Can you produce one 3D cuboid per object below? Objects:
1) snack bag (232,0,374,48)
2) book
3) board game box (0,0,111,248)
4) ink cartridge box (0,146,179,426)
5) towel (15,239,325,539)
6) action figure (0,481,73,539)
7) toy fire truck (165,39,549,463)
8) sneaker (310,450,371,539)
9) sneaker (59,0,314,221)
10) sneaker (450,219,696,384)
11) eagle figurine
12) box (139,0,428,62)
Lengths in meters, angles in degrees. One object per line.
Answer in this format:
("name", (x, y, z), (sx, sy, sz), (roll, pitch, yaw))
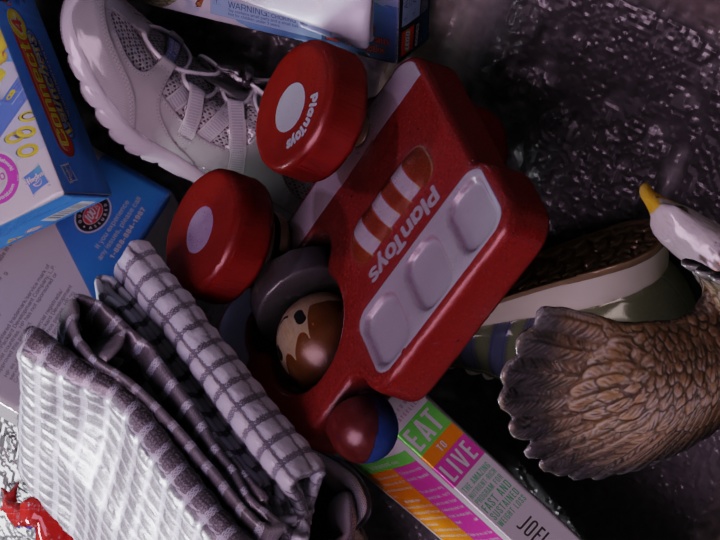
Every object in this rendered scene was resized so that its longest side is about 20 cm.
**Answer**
("snack bag", (-0.074, -0.209, 1.013), (0.188, 0.021, 0.200), (19, 130, 16))
("book", (0.076, 0.135, 1.126), (0.200, 0.048, 0.134), (43, 171, -4))
("board game box", (-0.256, -0.088, 1.123), (0.200, 0.056, 0.196), (-25, 83, 16))
("ink cartridge box", (-0.215, -0.016, 1.204), (0.200, 0.146, 0.084), (29, 168, 16))
("towel", (-0.099, 0.107, 1.091), (0.166, 0.086, 0.200), (50, 154, 20))
("action figure", (-0.195, 0.205, 1.353), (0.065, 0.099, 0.200), (10, 87, -16))
("toy fire truck", (0.000, 0.000, 1.041), (0.112, 0.168, 0.200), (20, 120, -32))
("sneaker", (-0.017, 0.163, 1.201), (0.200, 0.075, 0.114), (53, 166, -8))
("sneaker", (-0.070, -0.085, 1.125), (0.082, 0.075, 0.200), (-34, 121, 25))
("sneaker", (0.086, 0.040, 1.111), (0.200, 0.067, 0.090), (-15, 113, 39))
("eagle figurine", (0.168, 0.022, 0.968), (0.151, 0.200, 0.152), (19, 123, 20))
("box", (-0.060, -0.192, 1.081), (0.200, 0.038, 0.137), (15, 122, 23))
